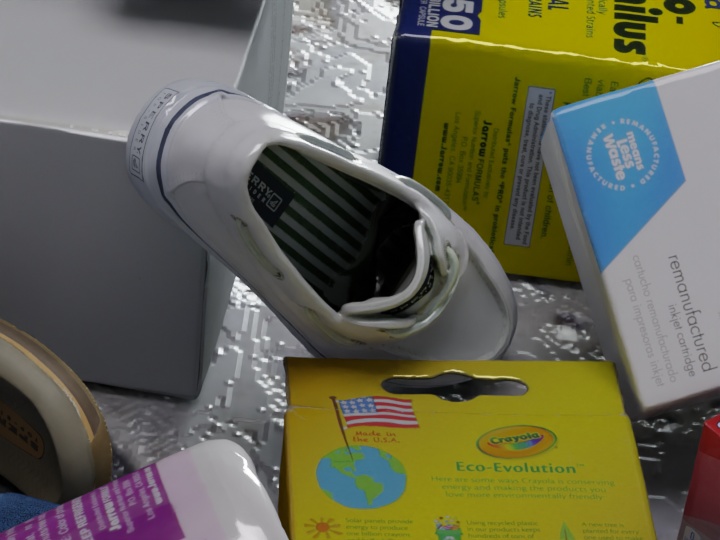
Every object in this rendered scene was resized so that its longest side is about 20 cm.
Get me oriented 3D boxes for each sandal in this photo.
[{"bbox_3d":[-0.174,0.031,0.913,0.200,0.081,0.054,32,52,24],"label":"sandal"}]

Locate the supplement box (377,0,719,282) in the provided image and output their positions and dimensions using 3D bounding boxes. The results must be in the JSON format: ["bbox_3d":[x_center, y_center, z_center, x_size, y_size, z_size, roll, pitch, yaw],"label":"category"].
[{"bbox_3d":[0.110,-0.067,1.052,0.199,0.110,0.109,7,36,0],"label":"supplement box"}]

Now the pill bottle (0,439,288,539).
[{"bbox_3d":[-0.103,0.136,0.716,0.199,0.113,0.112,-25,42,-5],"label":"pill bottle"}]

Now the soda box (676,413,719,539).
[{"bbox_3d":[0.198,0.117,0.848,0.063,0.070,0.200,-21,44,-35],"label":"soda box"}]

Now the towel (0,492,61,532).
[{"bbox_3d":[-0.152,0.107,0.830,0.199,0.049,0.112,11,36,7],"label":"towel"}]

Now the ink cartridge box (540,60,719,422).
[{"bbox_3d":[0.178,-0.028,0.939,0.199,0.067,0.116,-17,82,-2],"label":"ink cartridge box"}]

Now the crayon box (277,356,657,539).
[{"bbox_3d":[0.038,0.108,0.853,0.126,0.051,0.200,2,37,-5],"label":"crayon box"}]

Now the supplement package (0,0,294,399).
[{"bbox_3d":[-0.098,-0.061,1.008,0.117,0.117,0.200,9,35,3],"label":"supplement package"}]

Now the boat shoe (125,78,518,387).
[{"bbox_3d":[0.000,0.000,0.908,0.200,0.074,0.067,27,-1,-44],"label":"boat shoe"}]
